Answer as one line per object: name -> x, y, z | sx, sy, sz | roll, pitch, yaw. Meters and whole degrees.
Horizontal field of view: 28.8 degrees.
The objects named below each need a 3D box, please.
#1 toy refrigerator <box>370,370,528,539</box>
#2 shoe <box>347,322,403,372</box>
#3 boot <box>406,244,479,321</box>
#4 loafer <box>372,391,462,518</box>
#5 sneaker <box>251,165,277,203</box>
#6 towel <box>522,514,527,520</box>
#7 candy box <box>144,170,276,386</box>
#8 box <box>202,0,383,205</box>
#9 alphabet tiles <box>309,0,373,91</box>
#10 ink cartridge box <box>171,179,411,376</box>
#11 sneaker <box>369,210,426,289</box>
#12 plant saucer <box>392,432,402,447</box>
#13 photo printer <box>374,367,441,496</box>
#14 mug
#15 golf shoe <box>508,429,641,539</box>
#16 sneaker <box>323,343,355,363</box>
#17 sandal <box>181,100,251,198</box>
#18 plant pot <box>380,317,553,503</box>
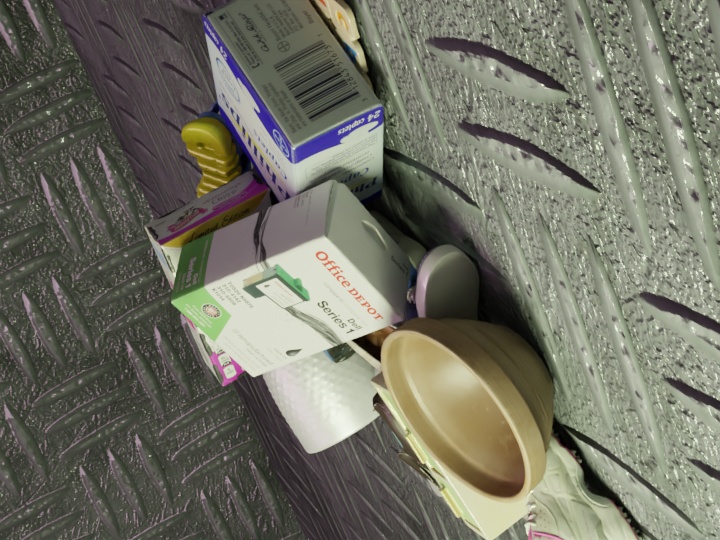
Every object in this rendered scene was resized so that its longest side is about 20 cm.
toy refrigerator -> 0.094, 0.185, 1.484 | 0.200, 0.070, 0.076 | 56, 170, -12
shoe -> 0.039, 0.093, 1.586 | 0.200, 0.070, 0.053 | 33, -166, 14
boot -> 0.074, 0.030, 1.432 | 0.090, 0.073, 0.200 | 44, 159, 38
loafer -> 0.082, 0.197, 1.571 | 0.071, 0.073, 0.200 | -21, 106, 38
sneaker -> -0.127, -0.060, 1.597 | 0.076, 0.079, 0.201 | -112, 31, -48
towel -> 0.167, 0.198, 1.514 | 0.201, 0.034, 0.132 | 64, 168, -12
candy box -> -0.136, 0.010, 1.544 | 0.061, 0.136, 0.201 | 42, 157, 54
box -> -0.067, -0.166, 1.438 | 0.184, 0.105, 0.200 | 57, 168, 21
alphabet tiles -> -0.041, -0.256, 1.413 | 0.196, 0.015, 0.200 | 49, 162, 45
ink cartridge box -> -0.069, 0.011, 1.431 | 0.146, 0.199, 0.085 | 46, -144, -35
sneaker -> 0.000, -0.001, 1.570 | 0.200, 0.111, 0.077 | 38, 154, 61
plant saucer -> 0.066, 0.199, 1.918 | 0.200, 0.027, 0.200 | 57, 166, 22
photo printer -> 0.087, 0.174, 1.690 | 0.201, 0.069, 0.166 | 61, 167, 4
mug -> -0.047, 0.115, 1.831 | 0.176, 0.147, 0.200 | 58, -157, -5
golf shoe -> 0.188, 0.227, 1.365 | 0.200, 0.091, 0.075 | 51, 165, 38
sneaker -> -0.047, 0.023, 1.672 | 0.078, 0.075, 0.201 | 29, 145, 52
sandal -> -0.150, -0.130, 1.646 | 0.079, 0.087, 0.200 | 21, 150, 13
plant pot -> 0.119, 0.117, 1.351 | 0.201, 0.093, 0.201 | 39, 150, 28
